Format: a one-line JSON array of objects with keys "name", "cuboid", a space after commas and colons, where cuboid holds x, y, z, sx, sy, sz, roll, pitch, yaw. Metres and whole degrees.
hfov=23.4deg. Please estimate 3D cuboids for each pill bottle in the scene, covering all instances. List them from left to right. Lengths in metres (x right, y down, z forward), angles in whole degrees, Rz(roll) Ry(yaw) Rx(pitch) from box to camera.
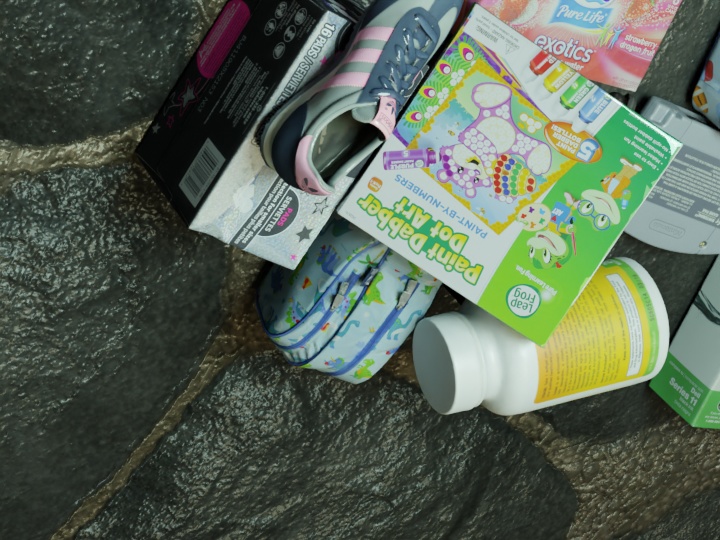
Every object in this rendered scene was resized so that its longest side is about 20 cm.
[{"name": "pill bottle", "cuboid": [0.150, 0.060, 1.475, 0.200, 0.111, 0.111, -12, 127, -22]}]

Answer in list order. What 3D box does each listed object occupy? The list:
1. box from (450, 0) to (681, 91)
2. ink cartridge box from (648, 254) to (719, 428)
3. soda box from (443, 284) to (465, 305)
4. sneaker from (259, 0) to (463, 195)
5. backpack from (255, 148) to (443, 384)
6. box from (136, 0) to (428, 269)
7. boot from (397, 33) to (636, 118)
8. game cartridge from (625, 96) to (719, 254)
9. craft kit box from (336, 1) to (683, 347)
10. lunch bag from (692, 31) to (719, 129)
[{"name": "box", "cuboid": [0.158, -0.231, 1.454, 0.200, 0.095, 0.103, 11, 115, -36]}, {"name": "ink cartridge box", "cuboid": [0.417, 0.065, 1.829, 0.146, 0.083, 0.200, 7, 117, -35]}, {"name": "soda box", "cuboid": [0.119, -0.060, 1.574, 0.071, 0.063, 0.200, -14, 128, -22]}, {"name": "sneaker", "cuboid": [0.017, -0.134, 1.269, 0.200, 0.082, 0.070, -51, 130, 3]}, {"name": "backpack", "cuboid": [0.000, 0.000, 1.497, 0.154, 0.163, 0.200, 5, 126, -24]}, {"name": "box", "cuboid": [-0.062, -0.124, 1.371, 0.115, 0.132, 0.200, 22, 108, -38]}, {"name": "boot", "cuboid": [0.121, -0.146, 1.462, 0.200, 0.174, 0.069, -38, 175, -29]}, {"name": "game cartridge", "cuboid": [0.314, -0.084, 1.689, 0.200, 0.042, 0.133, 17, 119, -38]}, {"name": "craft kit box", "cuboid": [0.116, -0.075, 1.372, 0.200, 0.049, 0.198, 33, 100, -5]}, {"name": "lunch bag", "cuboid": [0.414, -0.209, 1.640, 0.160, 0.076, 0.200, 12, 116, -39]}]
